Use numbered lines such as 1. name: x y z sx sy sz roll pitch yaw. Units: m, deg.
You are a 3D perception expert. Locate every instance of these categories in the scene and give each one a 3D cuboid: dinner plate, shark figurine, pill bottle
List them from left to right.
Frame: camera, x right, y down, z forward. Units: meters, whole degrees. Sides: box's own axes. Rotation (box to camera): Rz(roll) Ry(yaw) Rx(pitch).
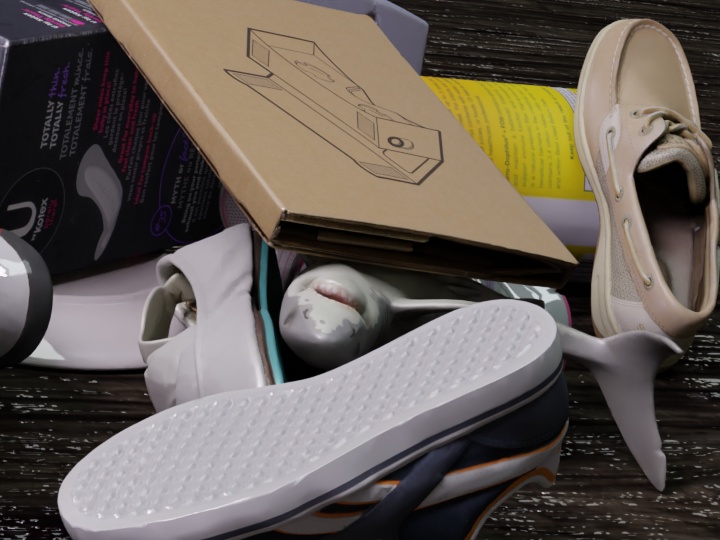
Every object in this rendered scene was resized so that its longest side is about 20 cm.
1. dinner plate: -0.154 0.000 1.229 0.200 0.024 0.200 11 17 -3
2. shark figurine: 0.029 0.041 1.112 0.214 0.090 0.128 11 13 -36
3. pill bottle: 0.054 -0.048 1.370 0.200 0.105 0.104 3 19 -25

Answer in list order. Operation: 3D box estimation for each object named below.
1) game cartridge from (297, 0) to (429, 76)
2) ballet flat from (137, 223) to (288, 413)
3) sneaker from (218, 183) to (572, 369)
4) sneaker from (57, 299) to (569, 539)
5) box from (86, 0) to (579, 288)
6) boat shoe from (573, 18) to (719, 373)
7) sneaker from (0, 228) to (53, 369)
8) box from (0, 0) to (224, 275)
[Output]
1. game cartridge: -0.058 -0.094 1.394 0.200 0.133 0.041 -1 22 -35
2. ballet flat: -0.062 0.037 1.113 0.069 0.070 0.200 9 21 -8
3. sneaker: 0.000 0.000 1.212 0.200 0.082 0.088 31 28 33
4. sneaker: -0.011 0.083 0.988 0.200 0.080 0.078 -18 33 -8
5. box: -0.015 -0.065 1.143 0.163 0.021 0.200 8 31 -38
6. boat shoe: 0.152 -0.049 1.312 0.072 0.065 0.200 15 58 -19
7. sneaker: -0.232 -0.003 1.086 0.201 0.067 0.108 16 5 34
8. box: -0.149 -0.074 1.217 0.106 0.123 0.200 23 20 27
